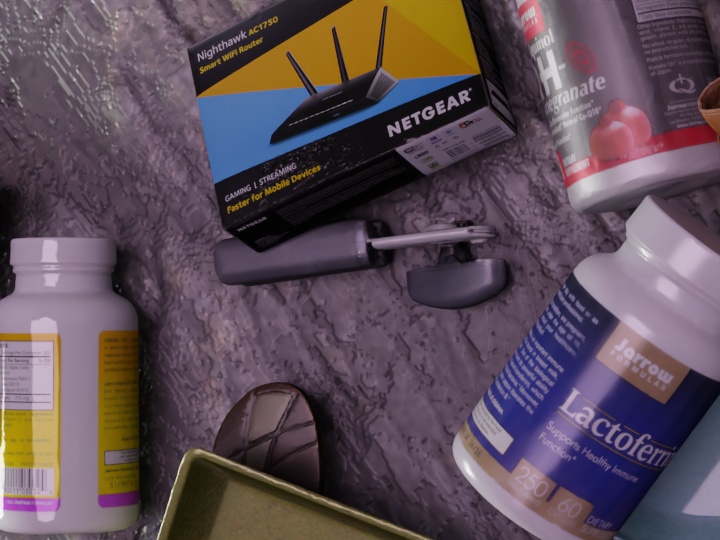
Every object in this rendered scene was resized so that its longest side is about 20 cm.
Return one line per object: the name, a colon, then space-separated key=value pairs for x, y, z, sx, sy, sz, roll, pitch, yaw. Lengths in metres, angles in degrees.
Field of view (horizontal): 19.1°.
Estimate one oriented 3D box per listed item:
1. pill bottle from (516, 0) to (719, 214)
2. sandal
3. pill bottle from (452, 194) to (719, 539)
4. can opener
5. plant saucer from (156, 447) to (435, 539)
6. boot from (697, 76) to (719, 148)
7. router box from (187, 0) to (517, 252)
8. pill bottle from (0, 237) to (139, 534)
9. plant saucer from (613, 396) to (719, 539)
pill bottle: x=0.160 y=-0.144 z=1.329 sx=0.110 sy=0.111 sz=0.201 roll=-17 pitch=83 yaw=21
sandal: x=-0.049 y=0.171 z=1.445 sx=0.081 sy=0.055 sz=0.201 roll=-7 pitch=101 yaw=18
pill bottle: x=0.154 y=0.062 z=1.288 sx=0.116 sy=0.116 sz=0.200 roll=38 pitch=103 yaw=18
can opener: x=0.000 y=0.000 z=1.423 sx=0.199 sy=0.053 sz=0.067 roll=-8 pitch=85 yaw=23
plant saucer: x=-0.044 y=0.229 z=1.404 sx=0.199 sy=0.048 sz=0.201 roll=21 pitch=108 yaw=6
boot: x=0.310 y=-0.085 z=1.245 sx=0.200 sy=0.074 sz=0.155 roll=-29 pitch=121 yaw=22
router box: x=-0.009 y=-0.119 z=1.406 sx=0.200 sy=0.051 sz=0.150 roll=-24 pitch=60 yaw=19
pill bottle: x=-0.205 y=0.079 z=1.478 sx=0.104 sy=0.104 sz=0.201 roll=0 pitch=89 yaw=22
plant saucer: x=0.211 y=0.082 z=1.345 sx=0.199 sy=0.036 sz=0.201 roll=-1 pitch=88 yaw=23
